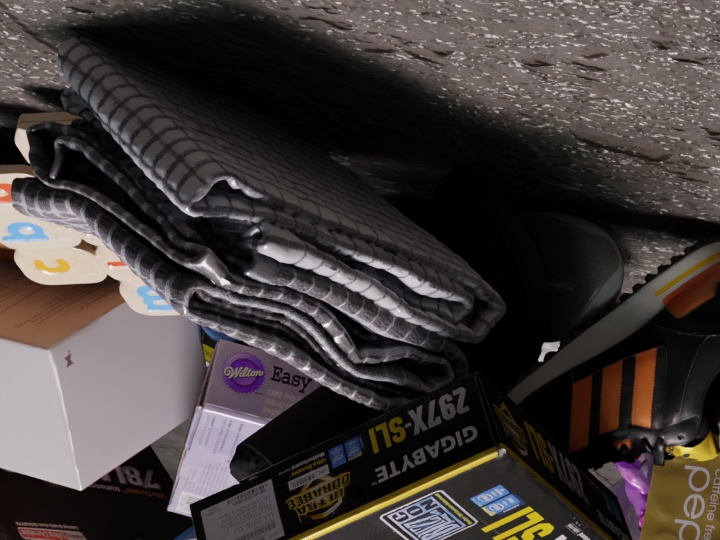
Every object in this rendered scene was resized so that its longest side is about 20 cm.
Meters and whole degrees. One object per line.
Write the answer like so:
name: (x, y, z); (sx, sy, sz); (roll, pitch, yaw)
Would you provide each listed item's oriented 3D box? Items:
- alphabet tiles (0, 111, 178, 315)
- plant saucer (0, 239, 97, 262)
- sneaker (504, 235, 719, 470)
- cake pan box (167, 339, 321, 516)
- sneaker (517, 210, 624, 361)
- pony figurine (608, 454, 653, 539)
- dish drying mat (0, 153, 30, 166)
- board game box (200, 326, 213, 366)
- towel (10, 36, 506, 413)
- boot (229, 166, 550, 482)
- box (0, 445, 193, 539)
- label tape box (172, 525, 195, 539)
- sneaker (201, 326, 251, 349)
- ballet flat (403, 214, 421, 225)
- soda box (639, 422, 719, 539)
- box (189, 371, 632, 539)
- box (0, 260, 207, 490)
alphabet tiles: (-0.107, -0.029, 1.387); (0.194, 0.015, 0.200); (-3, 151, 16)
plant saucer: (-0.221, -0.031, 1.505); (0.199, 0.033, 0.200); (14, 173, 2)
sneaker: (0.138, 0.074, 1.326); (0.090, 0.200, 0.070); (52, -173, 19)
cake pan box: (-0.016, 0.119, 1.549); (0.183, 0.053, 0.200); (16, 154, -2)
sneaker: (0.110, 0.008, 1.401); (0.080, 0.071, 0.200); (-9, 170, -16)
pony figurine: (0.201, 0.142, 1.674); (0.199, 0.194, 0.167); (27, 119, -29)
dish drying mat: (-0.222, -0.060, 1.482); (0.199, 0.018, 0.077); (18, 171, -34)
board game box: (-0.151, 0.037, 1.777); (0.164, 0.057, 0.200); (8, 168, 27)
towel: (-0.052, -0.014, 1.210); (0.199, 0.086, 0.165); (22, -167, -43)
boot: (0.013, 0.060, 1.326); (0.076, 0.168, 0.201); (42, 154, 31)
box: (-0.211, 0.139, 1.724); (0.199, 0.050, 0.199); (12, -150, -47)
label tape box: (-0.023, 0.116, 1.729); (0.199, 0.067, 0.143); (-14, -172, 23)
sneaker: (-0.054, 0.050, 1.641); (0.070, 0.083, 0.200); (-23, 170, 0)
ballet flat: (0.000, 0.000, 1.451); (0.066, 0.057, 0.199); (20, 164, -33)
soda box: (0.208, 0.121, 1.466); (0.067, 0.202, 0.064); (5, 167, 31)
box: (0.032, 0.133, 1.273); (0.159, 0.050, 0.200); (-27, 148, 13)
box: (-0.210, 0.048, 1.598); (0.199, 0.098, 0.124); (11, -149, 39)
